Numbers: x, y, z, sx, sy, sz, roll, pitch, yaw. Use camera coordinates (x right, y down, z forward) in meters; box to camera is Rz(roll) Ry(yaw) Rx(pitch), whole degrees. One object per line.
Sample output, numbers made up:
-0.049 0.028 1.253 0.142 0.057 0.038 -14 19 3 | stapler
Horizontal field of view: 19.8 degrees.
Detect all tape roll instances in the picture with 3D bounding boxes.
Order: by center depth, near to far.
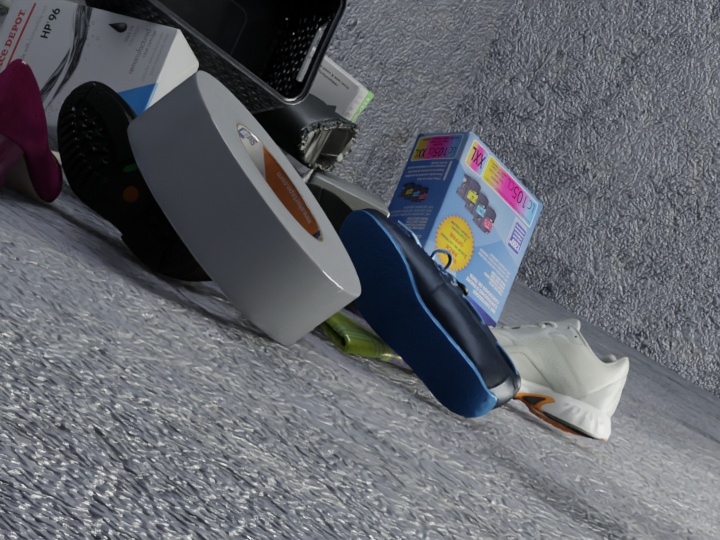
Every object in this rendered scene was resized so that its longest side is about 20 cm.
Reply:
-0.083 -0.045 1.498 0.201 0.066 0.200 53 9 -12 | tape roll

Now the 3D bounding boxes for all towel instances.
0.020 0.061 1.727 0.200 0.023 0.143 23 7 -43 | towel

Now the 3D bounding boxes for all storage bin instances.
-0.126 -0.241 1.820 0.200 0.136 0.094 35 -24 -30 | storage bin

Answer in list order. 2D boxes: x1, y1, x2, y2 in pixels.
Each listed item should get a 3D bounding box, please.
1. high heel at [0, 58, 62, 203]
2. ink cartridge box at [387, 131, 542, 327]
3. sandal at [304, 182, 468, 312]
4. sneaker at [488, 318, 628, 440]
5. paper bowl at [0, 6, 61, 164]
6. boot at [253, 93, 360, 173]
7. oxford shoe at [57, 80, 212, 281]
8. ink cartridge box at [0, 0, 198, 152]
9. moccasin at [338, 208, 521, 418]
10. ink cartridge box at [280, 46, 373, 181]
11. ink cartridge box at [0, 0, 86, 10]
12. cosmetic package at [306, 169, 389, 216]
-0.244 -0.105 1.542 0.067 0.096 0.200 27 4 0 | high heel
0.086 -0.017 2.034 0.076 0.201 0.136 0 -32 45 | ink cartridge box
0.000 0.001 1.761 0.201 0.080 0.057 34 -11 10 | sandal
0.149 0.072 1.847 0.199 0.092 0.076 28 -9 -13 | sneaker
-0.287 -0.164 1.933 0.200 0.105 0.201 28 5 -3 | paper bowl
-0.100 -0.161 1.946 0.162 0.074 0.198 41 16 24 | boot
-0.168 -0.062 1.579 0.200 0.073 0.084 55 11 26 | oxford shoe
-0.254 -0.165 1.771 0.199 0.116 0.068 15 -17 18 | ink cartridge box
0.053 0.035 1.649 0.068 0.081 0.200 -11 61 -45 | moccasin
-0.083 -0.134 2.160 0.084 0.200 0.145 39 5 3 | ink cartridge box
-0.302 -0.271 1.936 0.117 0.068 0.200 25 5 -28 | ink cartridge box
-0.031 -0.034 1.988 0.090 0.107 0.200 26 3 -6 | cosmetic package
